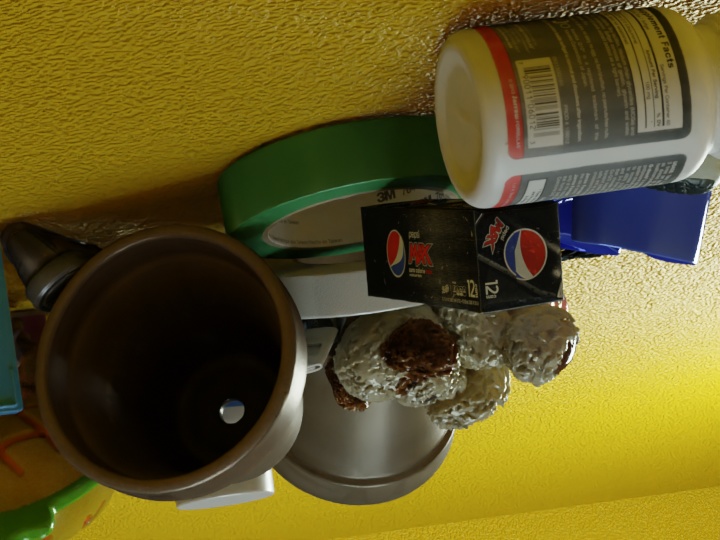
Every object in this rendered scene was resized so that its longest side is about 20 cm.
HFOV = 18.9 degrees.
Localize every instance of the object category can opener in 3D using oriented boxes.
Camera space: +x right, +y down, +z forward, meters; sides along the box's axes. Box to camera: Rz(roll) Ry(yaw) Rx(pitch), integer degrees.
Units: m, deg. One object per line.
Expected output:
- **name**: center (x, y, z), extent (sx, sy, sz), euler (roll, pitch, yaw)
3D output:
- **can opener**: center (-0.043, 0.029, 1.801), extent (0.053, 0.067, 0.200), euler (-5, -156, 13)

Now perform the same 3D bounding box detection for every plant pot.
- **plant pot**: center (-0.119, 0.088, 1.613), extent (0.200, 0.201, 0.175), euler (-14, 158, 11)
- **plant pot**: center (0.003, 0.090, 1.974), extent (0.200, 0.200, 0.174), euler (-8, 151, -14)

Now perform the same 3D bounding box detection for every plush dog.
- **plush dog**: center (0.057, 0.055, 1.798), extent (0.172, 0.161, 0.200), euler (-21, 171, -34)

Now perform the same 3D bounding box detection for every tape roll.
- **tape roll**: center (-0.004, -0.059, 1.599), extent (0.200, 0.048, 0.200), euler (-11, 167, -3)
- **tape roll**: center (0.000, 0.000, 1.714), extent (0.202, 0.037, 0.203), euler (-8, -170, 1)

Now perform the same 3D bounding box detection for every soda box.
- **soda box**: center (0.066, -0.013, 1.477), extent (0.063, 0.071, 0.200), euler (-6, -175, -22)

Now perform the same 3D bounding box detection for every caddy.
- **caddy**: center (0.184, -0.066, 1.618), extent (0.141, 0.105, 0.200), euler (7, 179, 33)

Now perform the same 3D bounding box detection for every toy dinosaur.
- **toy dinosaur**: center (-0.254, 0.084, 1.750), extent (0.135, 0.086, 0.200), euler (9, 178, -16)

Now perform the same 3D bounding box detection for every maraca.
- **maraca**: center (-0.252, 0.163, 1.629), extent (0.137, 0.107, 0.200), euler (-13, -159, 25)

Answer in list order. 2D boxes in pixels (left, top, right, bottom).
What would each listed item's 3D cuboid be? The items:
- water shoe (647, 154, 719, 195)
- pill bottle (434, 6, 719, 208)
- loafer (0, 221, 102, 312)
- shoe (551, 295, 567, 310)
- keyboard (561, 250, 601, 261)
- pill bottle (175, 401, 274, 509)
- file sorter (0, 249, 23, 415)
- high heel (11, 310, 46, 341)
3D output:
- **water shoe**: center (0.158, -0.109, 1.495), extent (0.200, 0.079, 0.072), euler (14, 172, 6)
- **pill bottle**: center (0.157, -0.108, 1.387), extent (0.200, 0.116, 0.116), euler (-8, 166, -14)
- **loafer**: center (-0.225, -0.001, 1.669), extent (0.072, 0.063, 0.200), euler (-42, 170, 0)
- **shoe**: center (0.140, 0.013, 1.918), extent (0.091, 0.072, 0.200), euler (-25, 156, -24)
- **keyboard**: center (0.162, -0.027, 1.935), extent (0.200, 0.021, 0.127), euler (-11, 160, 4)
- **pill bottle**: center (-0.126, 0.092, 1.782), extent (0.112, 0.200, 0.112), euler (-9, 168, -2)
- **file sorter**: center (-0.369, 0.055, 1.580), extent (0.200, 0.139, 0.123), euler (-4, 168, -28)
- **high heel**: center (-0.215, 0.077, 1.879), extent (0.200, 0.096, 0.067), euler (-5, 165, -25)
